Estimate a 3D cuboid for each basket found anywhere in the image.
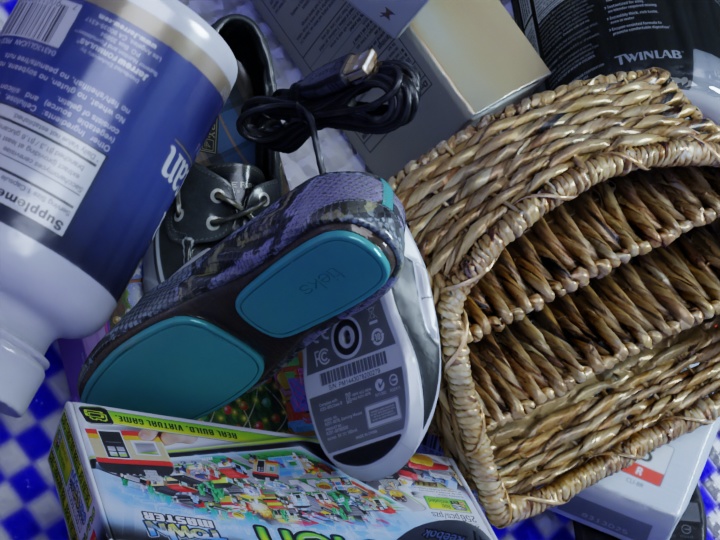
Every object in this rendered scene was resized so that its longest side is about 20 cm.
[{"bbox_3d":[0.114,0.004,1.032,0.199,0.143,0.149,-23,58,-21],"label":"basket"}]

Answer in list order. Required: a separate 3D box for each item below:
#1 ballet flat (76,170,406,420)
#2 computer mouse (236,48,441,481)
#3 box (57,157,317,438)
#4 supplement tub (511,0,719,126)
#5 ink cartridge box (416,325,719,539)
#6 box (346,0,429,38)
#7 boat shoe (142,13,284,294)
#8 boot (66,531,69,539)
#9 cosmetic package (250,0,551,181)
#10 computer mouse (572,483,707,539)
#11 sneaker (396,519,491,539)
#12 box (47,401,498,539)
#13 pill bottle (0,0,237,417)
[{"bbox_3d":[-0.052,0.012,0.956,0.072,0.200,0.072,31,43,-34],"label":"ballet flat"},{"bbox_3d":[0.000,0.000,0.975,0.044,0.109,0.201,4,73,-47],"label":"computer mouse"},{"bbox_3d":[-0.085,0.031,1.058,0.136,0.039,0.201,-7,69,-28],"label":"box"},{"bbox_3d":[0.152,-0.136,1.196,0.122,0.123,0.201,12,48,-21],"label":"supplement tub"},{"bbox_3d":[0.125,0.037,1.122,0.162,0.050,0.201,21,59,9],"label":"ink cartridge box"},{"bbox_3d":[0.034,-0.243,1.095,0.124,0.097,0.200,38,52,-7],"label":"box"},{"bbox_3d":[-0.071,-0.037,1.040,0.068,0.057,0.201,7,62,-24],"label":"boat shoe"},{"bbox_3d":[-0.054,0.192,0.988,0.200,0.071,0.145,2,77,-34],"label":"boot"},{"bbox_3d":[0.006,-0.153,1.156,0.071,0.105,0.200,-30,83,-36],"label":"cosmetic package"},{"bbox_3d":[0.176,0.099,1.144,0.140,0.046,0.201,2,55,-8],"label":"computer mouse"},{"bbox_3d":[0.048,0.207,0.848,0.087,0.074,0.201,37,54,-60],"label":"sneaker"},{"bbox_3d":[-0.034,0.115,0.934,0.199,0.035,0.110,10,25,-24],"label":"box"},{"bbox_3d":[-0.149,-0.037,0.976,0.111,0.111,0.201,29,78,-10],"label":"pill bottle"}]
